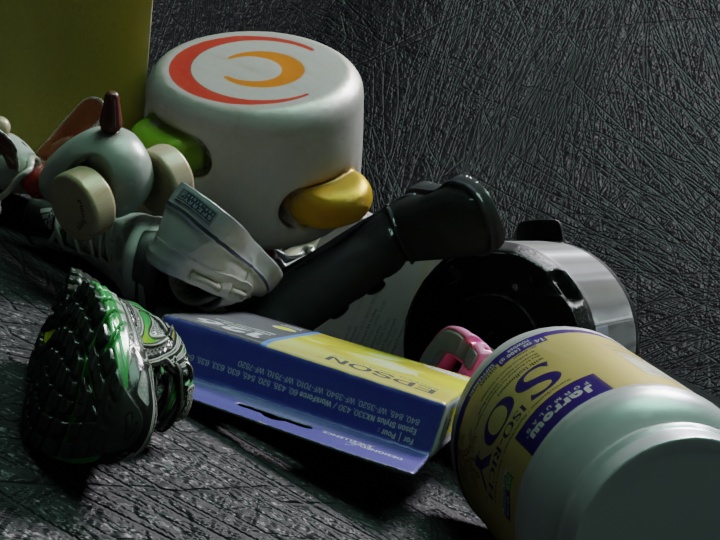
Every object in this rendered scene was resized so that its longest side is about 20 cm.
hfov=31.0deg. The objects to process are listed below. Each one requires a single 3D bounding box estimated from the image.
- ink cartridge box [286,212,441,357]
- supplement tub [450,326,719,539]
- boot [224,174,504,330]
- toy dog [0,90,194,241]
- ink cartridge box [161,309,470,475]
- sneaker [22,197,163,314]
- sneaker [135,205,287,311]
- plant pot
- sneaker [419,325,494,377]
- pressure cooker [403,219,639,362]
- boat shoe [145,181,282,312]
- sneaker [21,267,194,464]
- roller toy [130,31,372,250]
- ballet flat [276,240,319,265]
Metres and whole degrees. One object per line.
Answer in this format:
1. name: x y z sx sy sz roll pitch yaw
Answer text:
1. ink cartridge box: 0.030 0.025 1.260 0.198 0.126 0.129 24 6 -19
2. supplement tub: 0.143 0.124 0.755 0.144 0.147 0.200 23 5 -15
3. boot: 0.000 0.000 1.019 0.066 0.198 0.165 64 -16 -9
4. toy dog: -0.217 -0.090 0.941 0.197 0.098 0.132 6 22 19
5. ink cartridge box: -0.031 0.071 0.856 0.195 0.048 0.200 17 2 12
6. sneaker: -0.206 -0.019 0.997 0.114 0.077 0.200 15 0 -12
7. sneaker: -0.127 -0.009 1.170 0.199 0.078 0.082 30 -1 23
8. plant pot: -0.303 -0.160 1.115 0.175 0.203 0.199 2 6 -34
9. sneaker: 0.126 0.119 0.956 0.095 0.079 0.200 24 21 -45
10. pressure cooker: 0.148 0.063 1.124 0.179 0.177 0.199 45 21 20
11. boat shoe: -0.107 -0.003 0.930 0.072 0.066 0.200 35 -6 8
12. sneaker: -0.117 0.048 0.650 0.084 0.079 0.200 24 5 -15
13. roller toy: -0.086 -0.106 1.096 0.197 0.141 0.183 3 33 1
14. ballet flat: -0.044 -0.029 1.366 0.073 0.074 0.199 28 30 28
